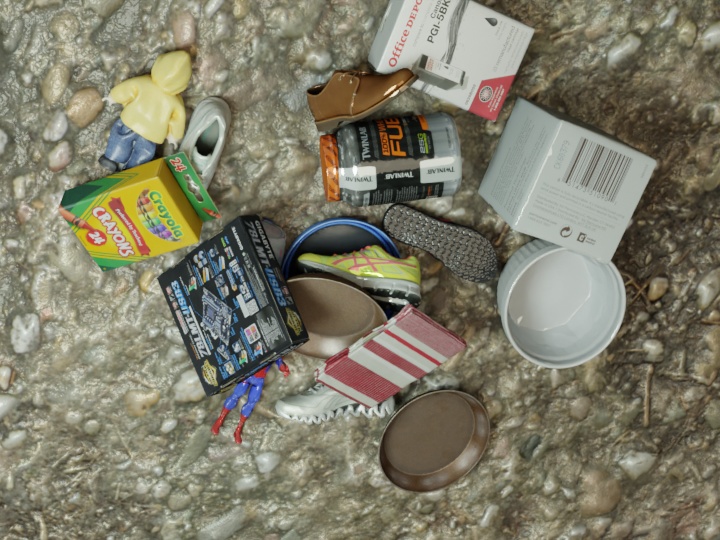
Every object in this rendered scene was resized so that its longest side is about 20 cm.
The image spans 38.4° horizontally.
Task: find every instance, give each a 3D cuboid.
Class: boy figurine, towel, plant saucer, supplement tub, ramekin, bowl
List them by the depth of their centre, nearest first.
[{"bbox_3d":[-0.304,-0.229,1.473,0.123,0.065,0.202,26,103,-15],"label":"boy figurine"},{"bbox_3d":[0.042,-0.160,1.516,0.196,0.123,0.125,-8,110,-6],"label":"supplement tub"},{"bbox_3d":[-0.053,0.063,1.540,0.196,0.037,0.202,7,141,5],"label":"plant saucer"},{"bbox_3d":[0.044,0.133,1.555,0.199,0.023,0.143,-35,135,24],"label":"towel"},{"bbox_3d":[-0.029,0.013,1.609,0.197,0.039,0.204,-3,109,-7],"label":"bowl"},{"bbox_3d":[0.309,0.041,1.634,0.196,0.105,0.204,-3,110,-7],"label":"ramekin"},{"bbox_3d":[0.118,0.275,1.706,0.197,0.035,0.204,-8,119,-15],"label":"plant saucer"}]

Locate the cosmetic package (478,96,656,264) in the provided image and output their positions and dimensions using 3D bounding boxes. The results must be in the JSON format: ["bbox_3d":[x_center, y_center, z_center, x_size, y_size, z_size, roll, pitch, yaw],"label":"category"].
[{"bbox_3d":[0.296,-0.137,1.520,0.162,0.200,0.167,19,104,-14],"label":"cosmetic package"}]

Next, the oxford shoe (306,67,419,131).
[{"bbox_3d":[-0.005,-0.254,1.458,0.198,0.071,0.072,-12,113,41],"label":"oxford shoe"}]

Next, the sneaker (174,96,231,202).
[{"bbox_3d":[-0.244,-0.151,1.500,0.069,0.080,0.203,18,107,-16],"label":"sneaker"}]

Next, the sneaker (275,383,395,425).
[{"bbox_3d":[-0.041,0.197,1.658,0.196,0.075,0.083,-5,102,-15],"label":"sneaker"}]

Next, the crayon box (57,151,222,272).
[{"bbox_3d":[-0.314,-0.082,1.481,0.197,0.051,0.128,-17,128,16],"label":"crayon box"}]

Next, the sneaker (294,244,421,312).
[{"bbox_3d":[0.000,0.000,1.556,0.196,0.092,0.079,13,149,4],"label":"sneaker"}]

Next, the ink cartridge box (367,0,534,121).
[{"bbox_3d":[0.128,-0.323,1.494,0.197,0.083,0.149,19,106,-15],"label":"ink cartridge box"}]

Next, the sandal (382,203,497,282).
[{"bbox_3d":[0.127,-0.048,1.615,0.198,0.045,0.076,27,98,-1],"label":"sandal"}]

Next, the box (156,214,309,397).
[{"bbox_3d":[-0.188,0.053,1.503,0.197,0.049,0.203,-33,76,35],"label":"box"}]

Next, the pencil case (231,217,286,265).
[{"bbox_3d":[-0.174,0.023,1.568,0.089,0.083,0.203,15,106,7],"label":"pencil case"}]

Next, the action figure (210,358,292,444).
[{"bbox_3d":[-0.167,0.186,1.619,0.064,0.099,0.202,23,102,-16],"label":"action figure"}]
